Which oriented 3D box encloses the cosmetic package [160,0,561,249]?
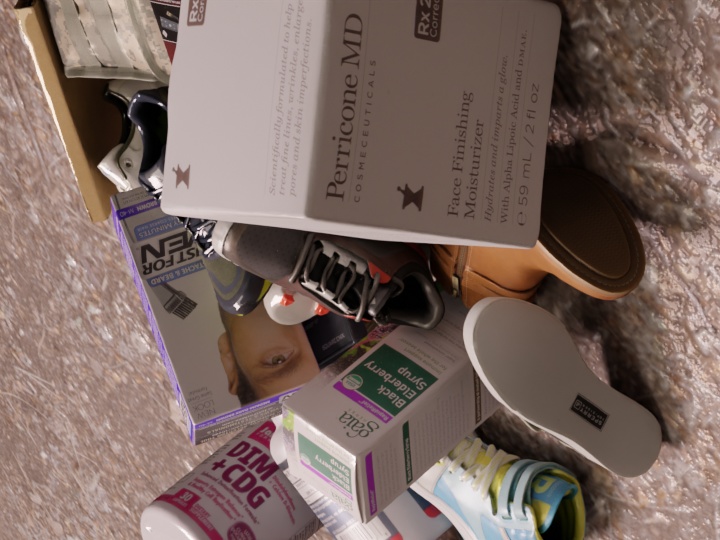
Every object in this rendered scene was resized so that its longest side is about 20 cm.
[{"bbox_3d":[-0.001,-0.106,1.261,0.164,0.199,0.166,5,90,50],"label":"cosmetic package"}]

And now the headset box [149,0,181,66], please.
[{"bbox_3d":[-0.072,-0.214,1.349,0.077,0.149,0.201,18,135,44],"label":"headset box"}]

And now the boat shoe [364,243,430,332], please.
[{"bbox_3d":[0.000,0.000,1.546,0.068,0.072,0.200,52,142,16],"label":"boat shoe"}]

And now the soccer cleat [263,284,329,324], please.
[{"bbox_3d":[-0.019,-0.052,1.456,0.078,0.069,0.201,46,114,45],"label":"soccer cleat"}]

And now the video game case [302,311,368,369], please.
[{"bbox_3d":[-0.062,-0.016,1.554,0.143,0.019,0.201,-34,71,54],"label":"video game case"}]

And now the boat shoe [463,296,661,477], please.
[{"bbox_3d":[0.134,0.085,1.398,0.200,0.071,0.064,42,167,-30],"label":"boat shoe"}]

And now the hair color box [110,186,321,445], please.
[{"bbox_3d":[-0.113,0.022,1.513,0.065,0.109,0.201,104,146,-70],"label":"hair color box"}]

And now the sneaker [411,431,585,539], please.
[{"bbox_3d":[0.105,0.159,1.552,0.200,0.080,0.130,47,150,-6],"label":"sneaker"}]

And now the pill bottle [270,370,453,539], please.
[{"bbox_3d":[-0.007,0.151,1.650,0.200,0.119,0.120,53,149,2],"label":"pill bottle"}]

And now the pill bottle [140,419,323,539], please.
[{"bbox_3d":[-0.089,0.201,1.729,0.113,0.200,0.114,33,144,29],"label":"pill bottle"}]

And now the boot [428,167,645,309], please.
[{"bbox_3d":[0.120,-0.009,1.375,0.200,0.073,0.155,46,149,32],"label":"boot"}]

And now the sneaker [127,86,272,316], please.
[{"bbox_3d":[-0.124,-0.054,1.456,0.074,0.081,0.201,-42,60,35],"label":"sneaker"}]

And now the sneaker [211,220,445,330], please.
[{"bbox_3d":[-0.012,-0.005,1.380,0.077,0.199,0.082,-60,41,18],"label":"sneaker"}]

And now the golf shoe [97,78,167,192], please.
[{"bbox_3d":[-0.173,-0.066,1.602,0.078,0.097,0.202,-20,72,61],"label":"golf shoe"}]

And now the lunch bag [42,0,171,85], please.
[{"bbox_3d":[-0.153,-0.233,1.472,0.199,0.117,0.165,8,123,40],"label":"lunch bag"}]

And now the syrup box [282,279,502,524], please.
[{"bbox_3d":[0.039,0.090,1.451,0.079,0.200,0.082,31,143,32],"label":"syrup box"}]

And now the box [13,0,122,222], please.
[{"bbox_3d":[-0.232,-0.166,1.618,0.021,0.164,0.201,-7,122,11],"label":"box"}]
